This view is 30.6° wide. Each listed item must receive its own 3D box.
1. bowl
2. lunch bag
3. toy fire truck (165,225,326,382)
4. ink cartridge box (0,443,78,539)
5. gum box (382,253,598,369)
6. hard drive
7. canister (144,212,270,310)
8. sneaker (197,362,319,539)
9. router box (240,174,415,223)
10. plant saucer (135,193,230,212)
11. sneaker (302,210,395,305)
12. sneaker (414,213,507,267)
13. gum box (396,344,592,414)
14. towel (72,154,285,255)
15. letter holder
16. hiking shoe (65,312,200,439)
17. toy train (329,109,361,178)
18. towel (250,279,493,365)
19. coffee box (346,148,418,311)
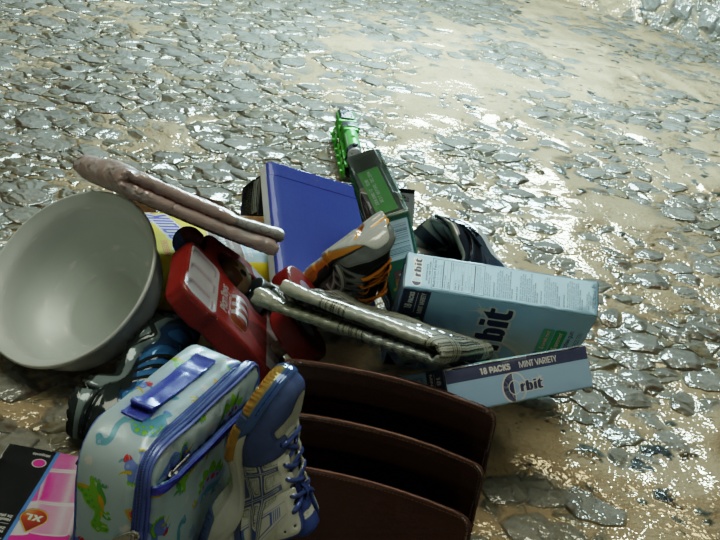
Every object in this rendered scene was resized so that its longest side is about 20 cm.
[{"bbox_3d":[-0.281,0.025,1.364,0.201,0.202,0.090,26,-15,32],"label":"bowl"},{"bbox_3d":[-0.157,0.160,1.090,0.082,0.162,0.200,17,25,17],"label":"lunch bag"},{"bbox_3d":[-0.128,0.033,1.330,0.168,0.112,0.200,49,15,-22],"label":"toy fire truck"},{"bbox_3d":[-0.280,0.215,1.082,0.094,0.037,0.200,10,27,2],"label":"ink cartridge box"},{"bbox_3d":[0.133,0.057,1.394,0.199,0.170,0.045,9,59,-2],"label":"gum box"},{"bbox_3d":[-0.048,-0.023,1.518,0.131,0.025,0.201,15,52,-32],"label":"hard drive"},{"bbox_3d":[-0.196,-0.011,1.525,0.199,0.087,0.149,1,29,-21],"label":"canister"},{"bbox_3d":[-0.064,0.167,1.063,0.088,0.201,0.075,26,31,16],"label":"sneaker"},{"bbox_3d":[-0.045,-0.080,1.683,0.199,0.053,0.157,5,-4,-14],"label":"router box"},{"bbox_3d":[-0.238,-0.057,1.673,0.199,0.035,0.200,7,26,-3],"label":"plant saucer"},{"bbox_3d":[0.000,0.000,1.374,0.078,0.200,0.077,-34,86,-20],"label":"sneaker"},{"bbox_3d":[0.101,-0.035,1.629,0.146,0.077,0.202,31,9,-38],"label":"sneaker"},{"bbox_3d":[0.097,0.115,1.288,0.169,0.045,0.200,-6,-7,-32],"label":"gum box"},{"bbox_3d":[-0.193,-0.072,1.378,0.190,0.032,0.200,23,-3,-26],"label":"towel"},{"bbox_3d":[0.007,0.172,1.143,0.199,0.143,0.101,13,25,8],"label":"letter holder"},{"bbox_3d":[-0.203,0.116,1.288,0.086,0.075,0.200,24,38,14],"label":"hiking shoe"},{"bbox_3d":[-0.017,-0.195,2.014,0.041,0.057,0.200,5,25,-9],"label":"toy train"},{"bbox_3d":[0.016,0.046,1.250,0.199,0.035,0.192,17,4,20],"label":"towel"},{"bbox_3d":[0.035,-0.022,1.480,0.044,0.201,0.123,-18,43,-4],"label":"coffee box"}]
